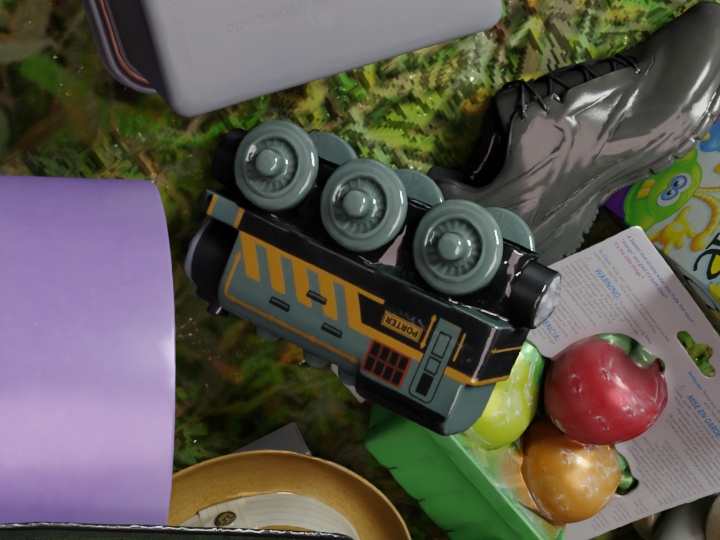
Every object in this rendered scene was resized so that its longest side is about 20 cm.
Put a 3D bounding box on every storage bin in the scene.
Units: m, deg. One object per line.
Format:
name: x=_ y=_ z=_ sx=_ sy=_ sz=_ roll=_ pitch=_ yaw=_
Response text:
storage bin: x=-0.032 y=-0.155 z=0.653 sx=0.200 sy=0.134 sz=0.146 roll=-18 pitch=115 yaw=-9

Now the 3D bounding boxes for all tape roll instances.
tape roll: x=-0.144 y=0.054 z=0.670 sx=0.085 sy=0.200 sz=0.200 roll=1 pitch=111 yaw=-17

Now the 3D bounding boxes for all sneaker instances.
sneaker: x=0.121 y=-0.080 z=0.763 sx=0.200 sy=0.076 sz=0.091 roll=-45 pitch=109 yaw=2

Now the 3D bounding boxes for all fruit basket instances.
fruit basket: x=0.113 y=0.075 z=0.779 sx=0.200 sy=0.094 sz=0.185 roll=-30 pitch=116 yaw=24

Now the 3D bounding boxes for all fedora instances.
fedora: x=-0.057 y=0.197 z=0.767 sx=0.200 sy=0.082 sz=0.201 roll=-6 pitch=113 yaw=-15

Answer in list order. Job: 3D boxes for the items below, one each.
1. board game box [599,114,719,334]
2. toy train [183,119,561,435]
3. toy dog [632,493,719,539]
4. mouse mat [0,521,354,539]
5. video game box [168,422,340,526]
board game box: x=0.221 y=-0.015 z=0.743 sx=0.105 sy=0.200 sz=0.103 roll=-43 pitch=116 yaw=4
toy train: x=0.000 y=0.000 z=0.711 sx=0.200 sy=0.085 sz=0.114 roll=25 pitch=98 yaw=20
toy dog: x=0.207 y=0.220 z=0.874 sx=0.096 sy=0.132 sz=0.200 roll=27 pitch=103 yaw=-25
mouse mat: x=-0.117 y=0.156 z=0.638 sx=0.200 sy=0.008 sz=0.161 roll=5 pitch=140 yaw=-22
video game box: x=-0.089 y=0.212 z=0.836 sx=0.200 sy=0.047 sz=0.182 roll=-26 pitch=118 yaw=-5
